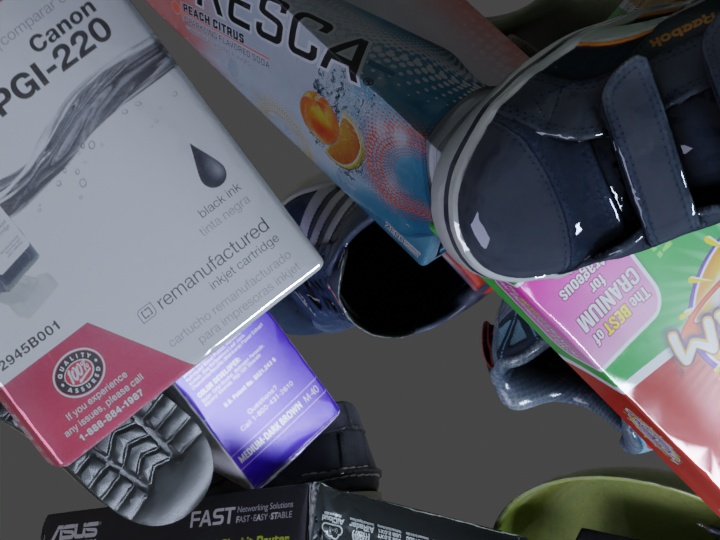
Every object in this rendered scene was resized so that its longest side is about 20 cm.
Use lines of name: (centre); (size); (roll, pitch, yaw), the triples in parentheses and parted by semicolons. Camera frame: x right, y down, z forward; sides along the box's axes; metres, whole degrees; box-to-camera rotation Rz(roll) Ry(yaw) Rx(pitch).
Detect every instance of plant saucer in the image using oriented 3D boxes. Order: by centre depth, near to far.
plant saucer: (0.159, 0.160, 1.330); (0.200, 0.031, 0.200); (20, 141, 17)

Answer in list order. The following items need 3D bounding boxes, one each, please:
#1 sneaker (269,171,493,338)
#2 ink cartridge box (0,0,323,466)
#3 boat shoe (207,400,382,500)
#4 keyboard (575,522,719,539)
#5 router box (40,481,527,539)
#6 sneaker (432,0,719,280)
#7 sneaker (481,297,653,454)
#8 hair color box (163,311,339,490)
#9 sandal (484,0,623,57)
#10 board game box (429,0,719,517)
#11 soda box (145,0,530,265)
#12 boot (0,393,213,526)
sneaker: (0.000, 0.000, 1.222); (0.075, 0.085, 0.200); (44, 142, -14)
ink cartridge box: (-0.132, -0.039, 1.155); (0.200, 0.146, 0.085); (53, 173, -4)
boat shoe: (-0.061, 0.106, 1.424); (0.200, 0.073, 0.063); (-13, 81, 50)
keyboard: (0.181, 0.165, 1.263); (0.200, 0.040, 0.104); (9, 137, 27)
router box: (-0.039, 0.153, 1.331); (0.150, 0.062, 0.200); (19, 158, -41)
sneaker: (0.122, -0.056, 0.954); (0.079, 0.200, 0.079); (66, 165, -21)
sneaker: (0.146, 0.049, 1.161); (0.200, 0.096, 0.079); (12, 139, 26)
hair color box: (-0.105, 0.003, 1.287); (0.200, 0.065, 0.109); (53, 164, -25)
sandal: (0.065, -0.070, 1.117); (0.201, 0.057, 0.080); (-7, 128, 36)
board game box: (0.146, -0.006, 1.044); (0.200, 0.153, 0.040); (44, 172, -22)
soda box: (-0.013, -0.098, 1.084); (0.200, 0.068, 0.064); (43, 145, 21)
boot: (-0.165, 0.034, 1.281); (0.200, 0.077, 0.138); (53, 168, -16)
